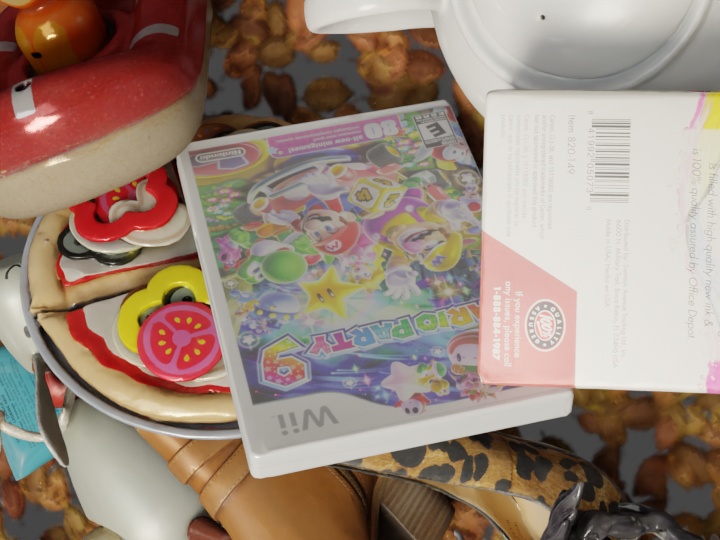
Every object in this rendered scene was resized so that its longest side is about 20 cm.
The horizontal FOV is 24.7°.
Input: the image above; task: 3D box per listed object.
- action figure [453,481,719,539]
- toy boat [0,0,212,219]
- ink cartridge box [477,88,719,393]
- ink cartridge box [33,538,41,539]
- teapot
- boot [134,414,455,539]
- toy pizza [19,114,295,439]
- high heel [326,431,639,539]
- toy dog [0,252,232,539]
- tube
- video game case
[{"bbox_3d":[0.137,0.160,0.717,0.197,0.102,0.120,8,113,-7],"label":"action figure"},{"bbox_3d":[-0.150,-0.121,0.810,0.129,0.201,0.131,-20,124,11],"label":"toy boat"},{"bbox_3d":[0.149,-0.012,0.655,0.197,0.067,0.118,2,94,10],"label":"ink cartridge box"},{"bbox_3d":[-0.129,0.238,0.921,0.198,0.044,0.095,23,101,22],"label":"ink cartridge box"},{"bbox_3d":[0.104,-0.134,0.728,0.197,0.146,0.201,42,110,17],"label":"teapot"},{"bbox_3d":[-0.048,0.121,0.779,0.155,0.200,0.074,43,122,-5],"label":"boot"},{"bbox_3d":[-0.069,-0.008,0.809,0.199,0.200,0.032,30,147,20],"label":"toy pizza"},{"bbox_3d":[0.053,0.122,0.766,0.071,0.142,0.202,-23,94,51],"label":"high heel"},{"bbox_3d":[-0.123,0.087,0.837,0.200,0.133,0.096,43,150,-22],"label":"toy dog"},{"bbox_3d":[-0.139,0.052,0.914,0.199,0.050,0.078,-24,84,29],"label":"tube"},{"bbox_3d":[0.000,0.000,0.756,0.141,0.018,0.201,-10,46,-9],"label":"video game case"}]
